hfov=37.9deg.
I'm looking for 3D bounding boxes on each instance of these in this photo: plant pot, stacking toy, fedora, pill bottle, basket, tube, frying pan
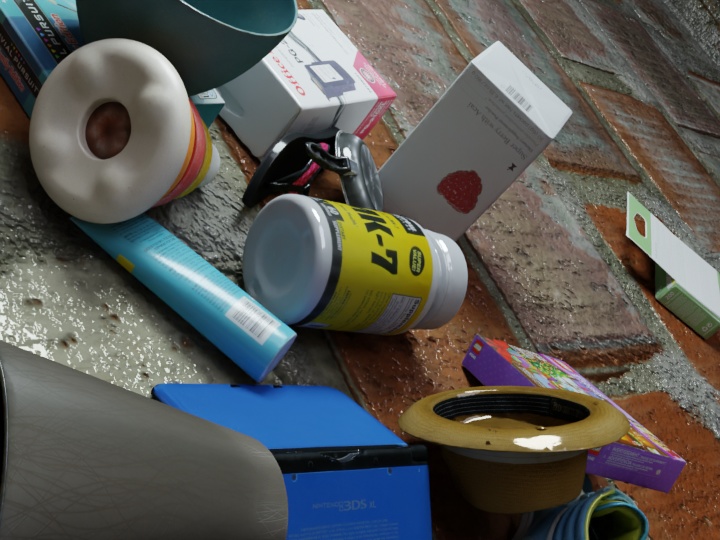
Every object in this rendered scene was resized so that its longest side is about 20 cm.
[{"bbox_3d":[-0.174,-0.233,0.936,0.199,0.135,0.201,29,35,-23],"label":"plant pot"},{"bbox_3d":[-0.173,-0.104,0.905,0.147,0.146,0.200,53,12,16],"label":"stacking toy"},{"bbox_3d":[0.128,0.153,0.887,0.200,0.199,0.083,-11,100,-53],"label":"fedora"},{"bbox_3d":[0.000,0.000,0.968,0.199,0.114,0.115,8,45,-43],"label":"pill bottle"},{"bbox_3d":[-0.151,0.143,0.614,0.199,0.135,0.183,19,66,-43],"label":"basket"},{"bbox_3d":[-0.143,0.009,0.864,0.199,0.051,0.077,40,19,6],"label":"tube"},{"bbox_3d":[-0.013,-0.113,1.079,0.190,0.031,0.116,60,21,-52],"label":"frying pan"}]

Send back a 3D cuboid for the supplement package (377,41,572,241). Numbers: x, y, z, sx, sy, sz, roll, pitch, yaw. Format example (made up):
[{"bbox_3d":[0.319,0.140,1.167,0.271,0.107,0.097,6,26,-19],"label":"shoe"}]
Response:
[{"bbox_3d":[0.119,-0.133,1.174,0.121,0.200,0.120,42,31,1],"label":"supplement package"}]

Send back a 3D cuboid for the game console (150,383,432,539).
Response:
[{"bbox_3d":[-0.051,0.170,0.800,0.199,0.118,0.173,7,77,-43],"label":"game console"}]

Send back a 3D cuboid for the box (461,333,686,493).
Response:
[{"bbox_3d":[0.205,0.138,1.032,0.136,0.039,0.200,19,14,-35],"label":"box"}]

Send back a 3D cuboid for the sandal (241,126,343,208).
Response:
[{"bbox_3d":[-0.055,-0.104,1.065,0.045,0.075,0.200,38,28,9],"label":"sandal"}]

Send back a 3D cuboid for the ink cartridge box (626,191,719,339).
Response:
[{"bbox_3d":[0.451,-0.009,1.545,0.199,0.048,0.146,38,32,-8],"label":"ink cartridge box"}]

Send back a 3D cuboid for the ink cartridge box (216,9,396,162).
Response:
[{"bbox_3d":[-0.074,-0.209,1.158,0.145,0.084,0.199,50,32,12],"label":"ink cartridge box"}]

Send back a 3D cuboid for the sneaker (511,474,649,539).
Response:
[{"bbox_3d":[0.202,0.218,0.914,0.080,0.130,0.200,49,32,-3],"label":"sneaker"}]

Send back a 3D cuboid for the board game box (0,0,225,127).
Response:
[{"bbox_3d":[-0.243,-0.195,0.988,0.152,0.047,0.199,53,33,15],"label":"board game box"}]
